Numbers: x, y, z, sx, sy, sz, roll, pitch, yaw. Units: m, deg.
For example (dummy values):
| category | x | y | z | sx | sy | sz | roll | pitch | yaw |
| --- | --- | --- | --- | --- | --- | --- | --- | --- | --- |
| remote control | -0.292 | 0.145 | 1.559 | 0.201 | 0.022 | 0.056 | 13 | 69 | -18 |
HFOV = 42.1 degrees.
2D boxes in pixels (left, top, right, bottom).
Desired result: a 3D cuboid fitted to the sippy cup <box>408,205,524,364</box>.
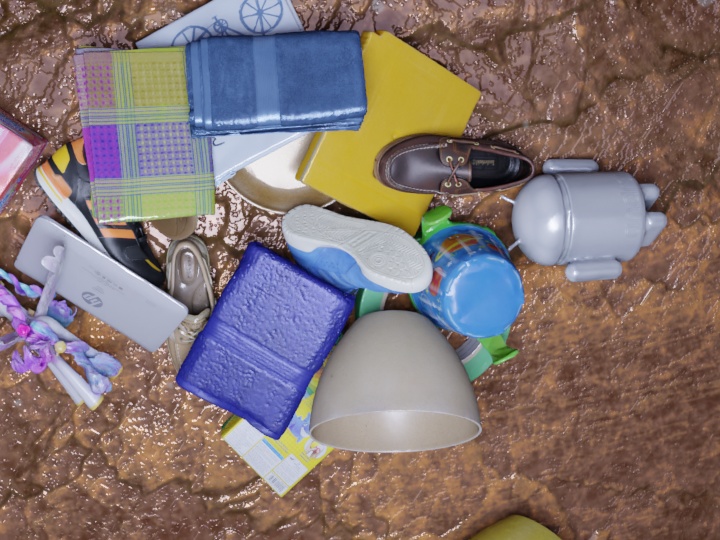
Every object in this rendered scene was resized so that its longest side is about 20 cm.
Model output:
| category | x | y | z | sx | sy | sz | roll | pitch | yaw |
| --- | --- | --- | --- | --- | --- | --- | --- | --- | --- |
| sippy cup | 0.130 | 0.019 | 1.101 | 0.176 | 0.130 | 0.141 | 26 | 97 | -13 |

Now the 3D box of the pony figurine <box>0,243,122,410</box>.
| category | x | y | z | sx | sy | sz | roll | pitch | yaw |
| --- | --- | --- | --- | --- | --- | --- | --- | --- | --- |
| pony figurine | -0.366 | 0.072 | 1.067 | 0.200 | 0.193 | 0.167 | 46 | 69 | -16 |

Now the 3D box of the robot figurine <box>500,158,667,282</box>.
| category | x | y | z | sx | sy | sz | roll | pitch | yaw |
| --- | --- | --- | --- | --- | --- | --- | --- | --- | --- |
| robot figurine | 0.274 | -0.065 | 1.162 | 0.197 | 0.113 | 0.171 | -4 | 61 | -8 |

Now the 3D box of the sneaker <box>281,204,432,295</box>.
| category | x | y | z | sx | sy | sz | roll | pitch | yaw |
| --- | --- | --- | --- | --- | --- | --- | --- | --- | --- |
| sneaker | 0.001 | -0.001 | 1.114 | 0.198 | 0.112 | 0.077 | 19 | 57 | 24 |

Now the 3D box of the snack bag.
| category | x | y | z | sx | sy | sz | roll | pitch | yaw |
| --- | --- | --- | --- | --- | --- | --- | --- | --- | --- |
| snack bag | -0.136 | -0.220 | 1.076 | 0.187 | 0.021 | 0.202 | -27 | 84 | 2 |

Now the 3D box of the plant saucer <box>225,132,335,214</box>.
| category | x | y | z | sx | sy | sz | roll | pitch | yaw |
| --- | --- | --- | --- | --- | --- | --- | --- | --- | --- |
| plant saucer | -0.084 | -0.170 | 1.129 | 0.198 | 0.035 | 0.203 | -2 | 102 | -8 |

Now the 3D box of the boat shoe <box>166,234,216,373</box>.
| category | x | y | z | sx | sy | sz | roll | pitch | yaw |
| --- | --- | --- | --- | --- | --- | --- | --- | --- | --- |
| boat shoe | -0.207 | 0.059 | 1.142 | 0.070 | 0.065 | 0.202 | -9 | 102 | -6 |

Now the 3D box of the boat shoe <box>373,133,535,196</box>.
| category | x | y | z | sx | sy | sz | roll | pitch | yaw |
| --- | --- | --- | --- | --- | --- | --- | --- | --- | --- |
| boat shoe | 0.116 | -0.126 | 1.118 | 0.198 | 0.070 | 0.071 | -8 | 111 | -24 |

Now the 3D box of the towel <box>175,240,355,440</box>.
| category | x | y | z | sx | sy | sz | roll | pitch | yaw |
| --- | --- | --- | --- | --- | --- | --- | --- | --- | --- |
| towel | -0.111 | 0.081 | 1.104 | 0.147 | 0.050 | 0.201 | 30 | 102 | -3 |

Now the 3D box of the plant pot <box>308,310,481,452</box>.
| category | x | y | z | sx | sy | sz | roll | pitch | yaw |
| --- | --- | --- | --- | --- | --- | --- | --- | --- | --- |
| plant pot | 0.038 | 0.126 | 1.097 | 0.198 | 0.201 | 0.136 | 3 | 66 | -9 |

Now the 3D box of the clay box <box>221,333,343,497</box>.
| category | x | y | z | sx | sy | sz | roll | pitch | yaw |
| --- | --- | --- | --- | --- | --- | --- | --- | --- | --- |
| clay box | -0.068 | 0.177 | 1.195 | 0.200 | 0.048 | 0.115 | -42 | 104 | 0 |

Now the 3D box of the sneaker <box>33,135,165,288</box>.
| category | x | y | z | sx | sy | sz | roll | pitch | yaw |
| --- | --- | --- | --- | --- | --- | --- | --- | --- | --- |
| sneaker | -0.287 | -0.068 | 1.103 | 0.090 | 0.070 | 0.200 | -41 | 102 | 3 |

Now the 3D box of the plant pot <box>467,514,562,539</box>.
| category | x | y | z | sx | sy | sz | roll | pitch | yaw |
| --- | --- | --- | --- | --- | --- | --- | --- | --- | --- |
| plant pot | 0.204 | 0.410 | 1.224 | 0.200 | 0.200 | 0.142 | 45 | 66 | -14 |

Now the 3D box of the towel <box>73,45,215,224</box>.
| category | x | y | z | sx | sy | sz | roll | pitch | yaw |
| --- | --- | --- | --- | --- | --- | --- | --- | --- | --- |
| towel | -0.235 | -0.155 | 1.036 | 0.142 | 0.023 | 0.203 | -6 | 85 | -20 |

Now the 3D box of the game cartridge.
| category | x | y | z | sx | sy | sz | roll | pitch | yaw |
| --- | --- | --- | --- | --- | --- | --- | --- | --- | --- |
| game cartridge | 0.035 | -0.164 | 1.122 | 0.175 | 0.032 | 0.202 | 25 | 91 | -31 |

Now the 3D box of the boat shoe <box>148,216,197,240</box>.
| category | x | y | z | sx | sy | sz | roll | pitch | yaw |
| --- | --- | --- | --- | --- | --- | --- | --- | --- | --- |
| boat shoe | -0.238 | -0.135 | 1.095 | 0.072 | 0.072 | 0.201 | -27 | 95 | 23 |

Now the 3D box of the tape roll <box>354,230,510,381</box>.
| category | x | y | z | sx | sy | sz | roll | pitch | yaw |
| --- | --- | --- | --- | --- | --- | --- | --- | --- | --- |
| tape roll | 0.092 | 0.052 | 1.194 | 0.198 | 0.048 | 0.203 | -1 | 101 | -8 |

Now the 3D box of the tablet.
| category | x | y | z | sx | sy | sz | roll | pitch | yaw |
| --- | --- | --- | --- | --- | --- | --- | --- | --- | --- |
| tablet | -0.308 | 0.021 | 1.104 | 0.199 | 0.130 | 0.014 | 35 | 50 | -13 |

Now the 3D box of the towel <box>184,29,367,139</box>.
| category | x | y | z | sx | sy | sz | roll | pitch | yaw |
| --- | --- | --- | --- | --- | --- | --- | --- | --- | --- |
| towel | -0.093 | -0.207 | 1.032 | 0.197 | 0.049 | 0.113 | -4 | 81 | 0 |

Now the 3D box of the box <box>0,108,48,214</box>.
| category | x | y | z | sx | sy | sz | roll | pitch | yaw |
| --- | --- | --- | --- | --- | --- | --- | --- | --- | --- |
| box | -0.458 | -0.092 | 1.060 | 0.102 | 0.095 | 0.201 | 36 | 94 | -12 |
